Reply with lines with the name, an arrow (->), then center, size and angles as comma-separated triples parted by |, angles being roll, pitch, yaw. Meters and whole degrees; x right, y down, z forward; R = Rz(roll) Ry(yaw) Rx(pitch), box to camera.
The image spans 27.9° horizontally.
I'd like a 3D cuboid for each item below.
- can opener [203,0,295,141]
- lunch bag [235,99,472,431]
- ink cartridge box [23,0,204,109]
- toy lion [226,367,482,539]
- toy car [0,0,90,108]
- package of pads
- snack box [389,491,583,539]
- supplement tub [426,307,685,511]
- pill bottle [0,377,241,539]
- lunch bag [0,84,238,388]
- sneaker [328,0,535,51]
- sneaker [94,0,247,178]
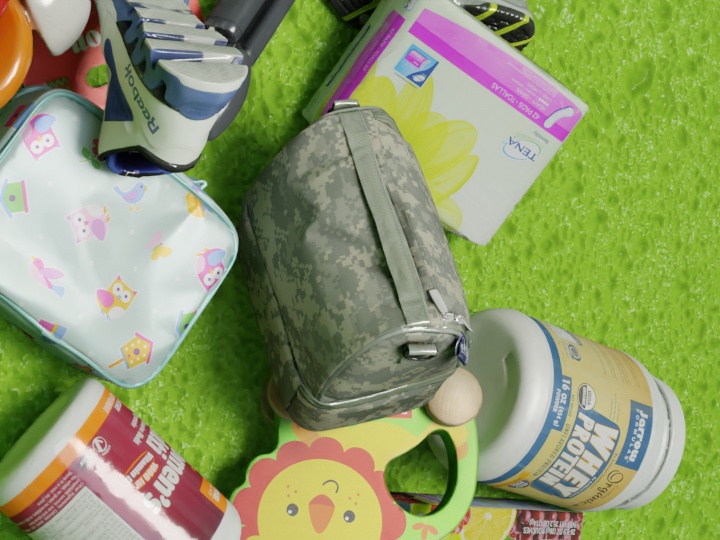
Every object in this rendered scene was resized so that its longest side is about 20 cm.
can opener -> -0.079, -0.174, 1.078 | 0.201, 0.066, 0.053 | -60, 144, -23
lunch bag -> 0.000, 0.000, 1.051 | 0.138, 0.168, 0.202 | -10, 67, -17
ink cartridge box -> -0.184, -0.219, 1.026 | 0.161, 0.050, 0.202 | -25, 104, -31
toy lion -> -0.006, 0.171, 1.122 | 0.198, 0.069, 0.194 | 2, 78, -12
toy car -> -0.270, -0.184, 0.884 | 0.174, 0.150, 0.201 | -25, 109, -3
package of pads -> 0.068, -0.124, 1.168 | 0.199, 0.068, 0.155 | 29, 105, -33
snack box -> 0.091, 0.282, 1.248 | 0.198, 0.067, 0.171 | 10, 87, -34
supplement tub -> 0.167, 0.125, 1.242 | 0.199, 0.144, 0.146 | 20, 82, -34
pill bottle -> -0.154, 0.179, 1.014 | 0.200, 0.109, 0.110 | 44, 69, -13
lunch bag -> -0.189, -0.025, 1.017 | 0.200, 0.077, 0.161 | 41, 73, -31
sneaker -> 0.049, -0.232, 1.189 | 0.198, 0.075, 0.077 | 16, 49, -28
sneaker -> -0.146, -0.129, 0.963 | 0.080, 0.200, 0.116 | 5, 125, -30
